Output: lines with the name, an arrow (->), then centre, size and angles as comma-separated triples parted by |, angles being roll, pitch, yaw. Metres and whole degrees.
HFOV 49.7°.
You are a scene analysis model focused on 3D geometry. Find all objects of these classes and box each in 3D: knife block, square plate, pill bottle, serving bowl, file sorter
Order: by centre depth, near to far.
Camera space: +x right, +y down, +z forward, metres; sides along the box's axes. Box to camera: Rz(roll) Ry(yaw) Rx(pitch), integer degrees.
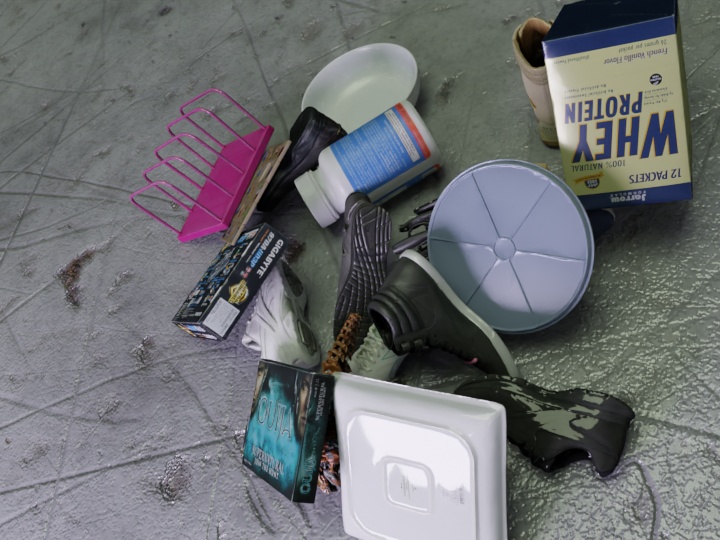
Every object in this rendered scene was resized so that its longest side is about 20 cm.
square plate -> 0.054, 0.214, 0.802 | 0.198, 0.201, 0.028 | 6, 19, 32
knife block -> 0.133, -0.052, 0.957 | 0.176, 0.064, 0.200 | -45, 24, -16
pill bottle -> 0.009, -0.148, 1.123 | 0.200, 0.112, 0.112 | -31, 48, 3
serving bowl -> 0.008, -0.269, 1.242 | 0.199, 0.066, 0.201 | -14, 53, 19
file sorter -> -0.258, -0.171, 1.246 | 0.139, 0.125, 0.201 | -12, 49, 47

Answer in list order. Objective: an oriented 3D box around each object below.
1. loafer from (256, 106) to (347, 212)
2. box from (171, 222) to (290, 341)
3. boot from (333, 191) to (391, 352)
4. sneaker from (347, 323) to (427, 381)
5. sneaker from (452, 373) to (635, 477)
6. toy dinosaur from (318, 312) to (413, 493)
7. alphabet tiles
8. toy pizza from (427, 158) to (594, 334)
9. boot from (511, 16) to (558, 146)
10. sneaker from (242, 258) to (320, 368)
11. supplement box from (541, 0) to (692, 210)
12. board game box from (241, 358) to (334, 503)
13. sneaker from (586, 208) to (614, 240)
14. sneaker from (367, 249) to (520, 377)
loafer -> -0.095, -0.154, 1.186 | 0.200, 0.072, 0.073 | -47, 33, 38
box -> -0.185, 0.019, 1.079 | 0.159, 0.046, 0.200 | -58, 18, -16
boot -> 0.000, 0.000, 1.046 | 0.132, 0.070, 0.201 | -131, 53, -76
sneaker -> 0.028, 0.092, 0.963 | 0.200, 0.080, 0.070 | -43, 50, -4
sneaker -> 0.185, 0.166, 0.834 | 0.199, 0.076, 0.091 | 4, 69, 35
toy dinosaur -> -0.013, 0.158, 0.899 | 0.135, 0.201, 0.102 | 3, 20, 26
alphabet tiles -> -0.165, -0.117, 1.175 | 0.168, 0.008, 0.200 | -62, 16, -3
toy pizza -> 0.169, -0.027, 0.888 | 0.200, 0.032, 0.201 | 8, 105, 31
boot -> 0.254, -0.293, 1.068 | 0.073, 0.156, 0.201 | -8, 54, 23
sneaker -> -0.125, 0.061, 1.070 | 0.099, 0.078, 0.200 | -28, 46, 14
supplement box -> 0.306, -0.204, 0.905 | 0.134, 0.200, 0.200 | -5, 27, 25
board game box -> -0.088, 0.176, 0.897 | 0.200, 0.028, 0.136 | -5, 75, 66
sneaker -> 0.222, -0.005, 0.937 | 0.200, 0.075, 0.085 | -31, 46, 17
sneaker -> 0.088, 0.080, 0.890 | 0.099, 0.071, 0.200 | -44, 91, -17
